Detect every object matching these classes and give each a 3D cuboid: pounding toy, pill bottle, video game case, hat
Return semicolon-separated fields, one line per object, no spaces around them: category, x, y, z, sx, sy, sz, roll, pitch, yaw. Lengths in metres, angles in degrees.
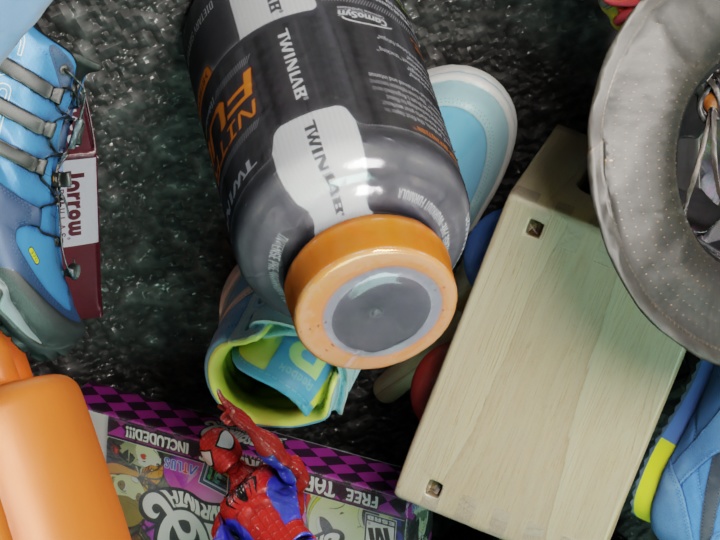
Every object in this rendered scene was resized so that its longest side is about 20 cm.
pounding toy;0.082;0.033;1.402;0.142;0.200;0.184;22;108;5
pill bottle;-0.012;-0.049;1.280;0.106;0.200;0.106;-8;134;-8
video game case;-0.061;0.164;1.470;0.200;0.036;0.182;15;117;23
hat;0.173;-0.045;1.258;0.200;0.201;0.081;1;177;-22

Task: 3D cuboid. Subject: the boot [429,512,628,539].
boot;0.091;0.153;1.531;0.200;0.077;0.168;12;168;-20

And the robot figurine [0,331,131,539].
robot figurine;-0.172;0.127;1.415;0.116;0.200;0.144;-14;172;-36

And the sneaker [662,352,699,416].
sneaker;0.191;0.044;1.519;0.076;0.091;0.200;-12;124;45

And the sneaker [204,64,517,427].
sneaker;0.000;0.000;1.371;0.079;0.131;0.200;35;118;-11

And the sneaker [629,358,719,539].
sneaker;0.197;0.055;1.370;0.066;0.078;0.200;-9;125;-49

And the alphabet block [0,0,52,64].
alphabet block;-0.206;-0.197;1.088;0.196;0.200;0.195;26;121;-34

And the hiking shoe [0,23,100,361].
hiking shoe;-0.149;-0.061;1.258;0.087;0.074;0.200;-20;95;0

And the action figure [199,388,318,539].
action figure;-0.036;0.135;1.340;0.065;0.200;0.099;-42;141;7

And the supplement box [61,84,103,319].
supplement box;-0.222;-0.023;1.345;0.200;0.061;0.109;-7;133;-10

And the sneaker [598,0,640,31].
sneaker;0.125;-0.144;1.265;0.078;0.090;0.200;-21;156;26
